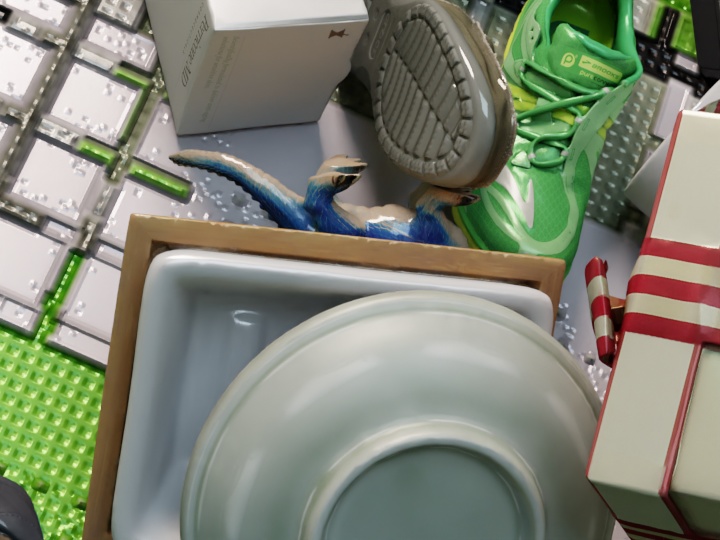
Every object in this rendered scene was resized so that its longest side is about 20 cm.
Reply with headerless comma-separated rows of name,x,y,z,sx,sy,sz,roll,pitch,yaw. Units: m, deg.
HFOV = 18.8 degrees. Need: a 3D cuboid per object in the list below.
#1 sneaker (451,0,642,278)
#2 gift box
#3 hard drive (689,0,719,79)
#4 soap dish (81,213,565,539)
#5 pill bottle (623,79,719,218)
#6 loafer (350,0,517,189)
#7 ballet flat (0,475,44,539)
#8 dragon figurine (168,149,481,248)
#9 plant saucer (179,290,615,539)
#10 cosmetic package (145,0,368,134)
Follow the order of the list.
sneaker,0.098,-0.084,1.119,0.074,0.084,0.201,18,61,-8
gift box,0.198,0.037,0.920,0.186,0.185,0.201,9,67,21
hard drive,0.271,-0.198,1.219,0.199,0.033,0.141,-17,106,-24
soap dish,-0.019,0.056,0.980,0.199,0.081,0.158,6,105,-14
pill bottle,0.234,-0.004,1.105,0.200,0.112,0.111,42,60,6
loafer,0.044,-0.099,1.077,0.069,0.076,0.200,15,25,-23
ballet flat,-0.233,0.098,0.943,0.199,0.073,0.073,12,61,-4
dragon figurine,0.000,0.000,1.048,0.199,0.059,0.100,10,102,-7
plant saucer,0.023,0.110,0.937,0.199,0.050,0.202,-4,108,-13
cosmetic package,-0.067,-0.183,1.105,0.084,0.108,0.201,-6,65,-19
